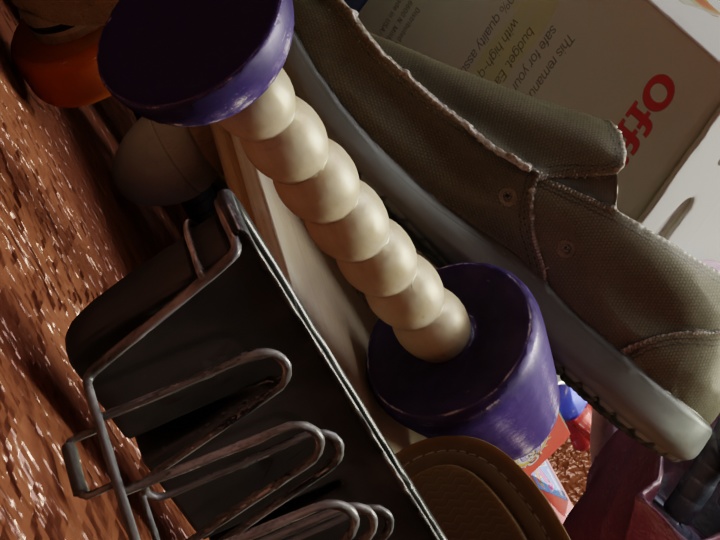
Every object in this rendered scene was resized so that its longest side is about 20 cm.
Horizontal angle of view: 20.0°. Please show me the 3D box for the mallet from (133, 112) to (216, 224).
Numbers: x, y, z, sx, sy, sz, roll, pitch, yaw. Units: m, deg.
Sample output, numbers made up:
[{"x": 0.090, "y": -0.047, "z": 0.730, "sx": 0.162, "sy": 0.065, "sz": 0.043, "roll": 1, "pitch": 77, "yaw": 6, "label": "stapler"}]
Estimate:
[{"x": -0.078, "y": -0.062, "z": 0.736, "sx": 0.066, "sy": 0.041, "sz": 0.200, "roll": 59, "pitch": -4, "yaw": 49, "label": "mallet"}]

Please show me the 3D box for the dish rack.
[{"x": 0.004, "y": 0.096, "z": 0.404, "sx": 0.153, "sy": 0.055, "sz": 0.200, "roll": 58, "pitch": 4, "yaw": -40, "label": "dish rack"}]

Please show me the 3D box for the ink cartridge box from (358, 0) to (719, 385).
[{"x": 0.062, "y": -0.070, "z": 0.800, "sx": 0.083, "sy": 0.145, "sz": 0.200, "roll": 3, "pitch": 38, "yaw": -50, "label": "ink cartridge box"}]

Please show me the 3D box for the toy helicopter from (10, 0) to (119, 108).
[{"x": -0.020, "y": -0.111, "z": 0.562, "sx": 0.200, "sy": 0.132, "sz": 0.079, "roll": 11, "pitch": -35, "yaw": 40, "label": "toy helicopter"}]

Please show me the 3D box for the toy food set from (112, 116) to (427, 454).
[{"x": -0.027, "y": 0.018, "z": 0.666, "sx": 0.144, "sy": 0.060, "sz": 0.200, "roll": 49, "pitch": 19, "yaw": -51, "label": "toy food set"}]

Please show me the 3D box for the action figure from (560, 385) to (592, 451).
[{"x": 0.083, "y": -0.005, "z": 0.939, "sx": 0.200, "sy": 0.099, "sz": 0.065, "roll": 45, "pitch": -5, "yaw": -27, "label": "action figure"}]

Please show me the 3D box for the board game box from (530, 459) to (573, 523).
[{"x": 0.081, "y": 0.156, "z": 0.995, "sx": 0.103, "sy": 0.019, "sz": 0.200, "roll": -44, "pitch": -111, "yaw": 46, "label": "board game box"}]

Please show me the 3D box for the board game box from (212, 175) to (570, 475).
[{"x": 0.000, "y": 0.000, "z": 0.905, "sx": 0.200, "sy": 0.040, "sz": 0.153, "roll": 44, "pitch": -5, "yaw": 25, "label": "board game box"}]

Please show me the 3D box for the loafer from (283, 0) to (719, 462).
[{"x": 0.050, "y": -0.026, "z": 0.658, "sx": 0.200, "sy": 0.070, "sz": 0.075, "roll": 43, "pitch": -2, "yaw": -3, "label": "loafer"}]

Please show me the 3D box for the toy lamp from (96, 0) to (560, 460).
[{"x": 0.003, "y": -0.007, "z": 0.558, "sx": 0.200, "sy": 0.058, "sz": 0.058, "roll": 51, "pitch": 10, "yaw": -49, "label": "toy lamp"}]

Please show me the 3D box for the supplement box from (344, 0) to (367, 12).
[{"x": -0.067, "y": -0.227, "z": 0.745, "sx": 0.200, "sy": 0.134, "sz": 0.200, "roll": 27, "pitch": 21, "yaw": -33, "label": "supplement box"}]

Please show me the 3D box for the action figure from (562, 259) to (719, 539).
[{"x": 0.084, "y": 0.112, "z": 0.746, "sx": 0.134, "sy": 0.200, "sz": 0.149, "roll": 2, "pitch": 46, "yaw": -37, "label": "action figure"}]

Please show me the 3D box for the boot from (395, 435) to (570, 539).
[{"x": 0.055, "y": 0.158, "z": 0.603, "sx": 0.155, "sy": 0.074, "sz": 0.200, "roll": 53, "pitch": 21, "yaw": -66, "label": "boot"}]
